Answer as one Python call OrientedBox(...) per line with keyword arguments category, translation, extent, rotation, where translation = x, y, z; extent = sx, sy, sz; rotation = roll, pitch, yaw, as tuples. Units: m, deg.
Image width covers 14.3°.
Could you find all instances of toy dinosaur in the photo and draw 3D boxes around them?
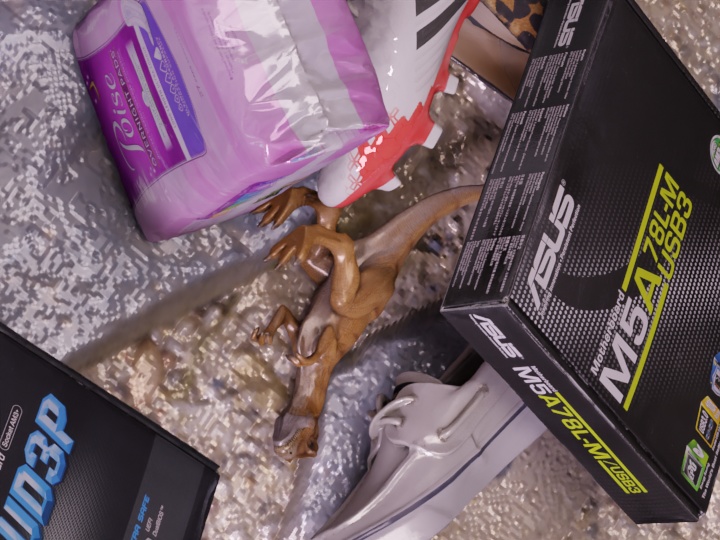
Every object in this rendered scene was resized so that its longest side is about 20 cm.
OrientedBox(category="toy dinosaur", translation=(0.000, 0.000, 1.419), extent=(0.200, 0.060, 0.106), rotation=(-53, 124, -13))

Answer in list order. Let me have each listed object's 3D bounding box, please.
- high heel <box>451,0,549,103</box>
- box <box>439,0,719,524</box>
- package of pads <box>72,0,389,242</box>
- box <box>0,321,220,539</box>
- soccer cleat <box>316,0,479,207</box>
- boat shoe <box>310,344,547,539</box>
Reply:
OrientedBox(category="high heel", translation=(0.039, -0.111, 1.436), extent=(0.199, 0.071, 0.143), rotation=(-21, 91, -32))
OrientedBox(category="box", translation=(0.132, -0.007, 1.425), extent=(0.193, 0.047, 0.201), rotation=(49, 50, -38))
OrientedBox(category="package of pads", translation=(-0.064, -0.091, 1.312), extent=(0.075, 0.200, 0.121), rotation=(-19, 88, -22))
OrientedBox(category="box", translation=(-0.153, 0.128, 1.196), extent=(0.159, 0.046, 0.201), rotation=(35, 47, -21))
OrientedBox(category="soccer cleat", translation=(0.017, -0.126, 1.368), extent=(0.085, 0.069, 0.201), rotation=(25, 104, -20))
OrientedBox(category="boat shoe", translation=(0.036, 0.080, 1.409), extent=(0.200, 0.072, 0.066), rotation=(-39, 98, -26))
